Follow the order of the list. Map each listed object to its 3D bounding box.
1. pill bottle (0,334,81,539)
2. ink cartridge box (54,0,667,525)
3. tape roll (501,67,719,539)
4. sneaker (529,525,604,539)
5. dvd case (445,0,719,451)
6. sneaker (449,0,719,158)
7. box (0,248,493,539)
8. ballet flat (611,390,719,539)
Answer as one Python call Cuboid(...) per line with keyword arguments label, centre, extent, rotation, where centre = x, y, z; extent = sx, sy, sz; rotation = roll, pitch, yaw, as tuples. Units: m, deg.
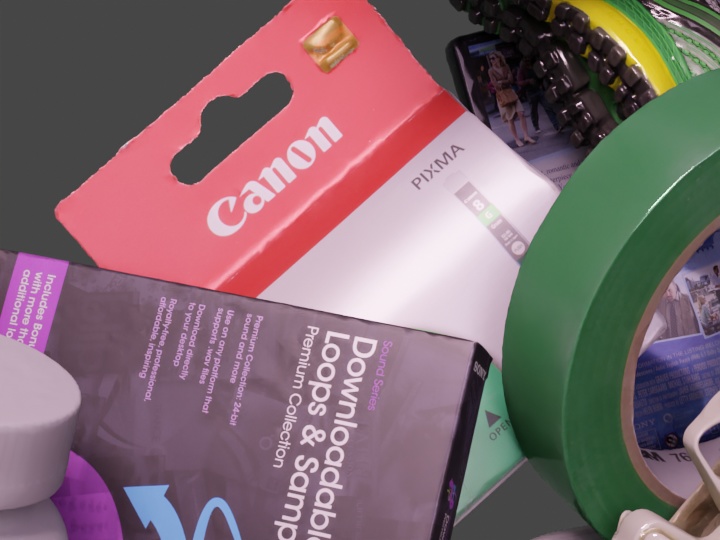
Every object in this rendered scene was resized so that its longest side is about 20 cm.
Cuboid(label="pill bottle", centre=(-0.163, 0.124, 0.715), extent=(0.109, 0.110, 0.201), rotation=(13, 106, -11))
Cuboid(label="ink cartridge box", centre=(0.000, 0.000, 0.829), extent=(0.161, 0.050, 0.200), rotation=(-41, 95, -6))
Cuboid(label="tape roll", centre=(0.151, 0.020, 0.806), extent=(0.199, 0.048, 0.202), rotation=(-13, 121, -23))
Cuboid(label="sneaker", centre=(0.053, 0.156, 0.810), extent=(0.199, 0.088, 0.076), rotation=(-20, 86, -16))
Cuboid(label="dvd case", centre=(0.129, -0.019, 0.888), extent=(0.142, 0.018, 0.201), rotation=(-15, 87, -14))
Cuboid(label="sneaker", centre=(0.092, -0.126, 0.856), extent=(0.085, 0.078, 0.201), rotation=(-27, 73, -28))
Cuboid(label="box", centre=(-0.062, 0.079, 0.778), extent=(0.198, 0.036, 0.144), rotation=(10, 79, 15))
Cuboid(label="ballet flat", centre=(0.133, 0.093, 0.771), extent=(0.069, 0.069, 0.200), rotation=(38, 90, -6))
